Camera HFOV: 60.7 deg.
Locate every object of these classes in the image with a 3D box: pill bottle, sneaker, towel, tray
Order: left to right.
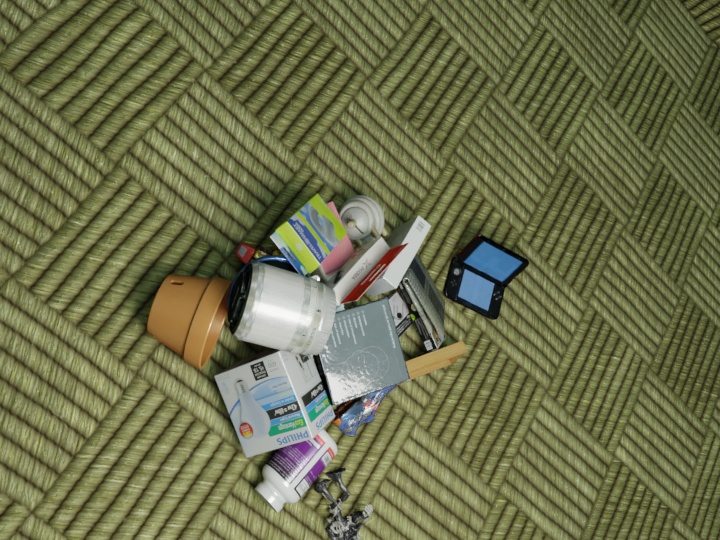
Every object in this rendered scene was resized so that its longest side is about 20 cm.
[{"bbox_3d":[-0.152,0.458,1.437,0.200,0.112,0.113,-45,101,-24],"label":"pill bottle"},{"bbox_3d":[0.017,0.343,1.569,0.198,0.075,0.079,-36,106,-18],"label":"sneaker"},{"bbox_3d":[0.168,0.061,1.635,0.202,0.034,0.193,58,21,-18],"label":"towel"},{"bbox_3d":[0.181,0.246,1.638,0.196,0.099,0.038,-14,68,-27],"label":"tray"}]

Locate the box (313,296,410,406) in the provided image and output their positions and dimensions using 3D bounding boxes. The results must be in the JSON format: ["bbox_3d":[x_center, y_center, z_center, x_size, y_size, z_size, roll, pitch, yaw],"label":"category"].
[{"bbox_3d":[-0.010,0.190,1.455,0.192,0.124,0.205,-15,87,-14],"label":"box"}]

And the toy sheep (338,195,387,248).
[{"bbox_3d":[0.002,-0.126,1.582,0.134,0.200,0.142,1,98,10],"label":"toy sheep"}]

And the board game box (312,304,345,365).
[{"bbox_3d":[-0.092,0.197,1.527,0.149,0.040,0.205,-12,87,-9],"label":"board game box"}]

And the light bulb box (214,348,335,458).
[{"bbox_3d":[-0.192,0.285,1.385,0.204,0.195,0.124,67,25,-1],"label":"light bulb box"}]

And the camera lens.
[{"bbox_3d":[-0.166,0.081,1.278,0.196,0.159,0.164,17,74,-20],"label":"camera lens"}]

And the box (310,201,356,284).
[{"bbox_3d":[-0.093,-0.050,1.542,0.108,0.127,0.204,-26,93,-27],"label":"box"}]

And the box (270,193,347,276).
[{"bbox_3d":[-0.112,-0.083,1.388,0.123,0.047,0.201,51,32,-10],"label":"box"}]

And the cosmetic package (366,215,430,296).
[{"bbox_3d":[0.091,-0.036,1.616,0.051,0.150,0.202,37,68,-15],"label":"cosmetic package"}]

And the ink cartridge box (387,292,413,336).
[{"bbox_3d":[0.052,0.159,1.623,0.200,0.044,0.095,-43,99,-25],"label":"ink cartridge box"}]

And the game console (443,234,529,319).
[{"bbox_3d":[0.360,0.024,1.753,0.197,0.118,0.176,25,71,-19],"label":"game console"}]

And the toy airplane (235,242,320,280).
[{"bbox_3d":[-0.192,0.012,1.437,0.194,0.141,0.205,-13,80,6],"label":"toy airplane"}]

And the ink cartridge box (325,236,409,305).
[{"bbox_3d":[0.000,0.000,1.410,0.044,0.173,0.200,48,64,-11],"label":"ink cartridge box"}]

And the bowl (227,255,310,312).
[{"bbox_3d":[-0.198,0.063,1.372,0.195,0.039,0.206,-5,110,-14],"label":"bowl"}]

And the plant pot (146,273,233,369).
[{"bbox_3d":[-0.378,0.097,1.358,0.137,0.200,0.204,19,73,-3],"label":"plant pot"}]

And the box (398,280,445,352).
[{"bbox_3d":[0.165,0.108,1.657,0.204,0.034,0.110,66,22,-3],"label":"box"}]

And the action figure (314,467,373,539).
[{"bbox_3d":[-0.038,0.590,1.478,0.117,0.101,0.204,-21,89,-38],"label":"action figure"}]
